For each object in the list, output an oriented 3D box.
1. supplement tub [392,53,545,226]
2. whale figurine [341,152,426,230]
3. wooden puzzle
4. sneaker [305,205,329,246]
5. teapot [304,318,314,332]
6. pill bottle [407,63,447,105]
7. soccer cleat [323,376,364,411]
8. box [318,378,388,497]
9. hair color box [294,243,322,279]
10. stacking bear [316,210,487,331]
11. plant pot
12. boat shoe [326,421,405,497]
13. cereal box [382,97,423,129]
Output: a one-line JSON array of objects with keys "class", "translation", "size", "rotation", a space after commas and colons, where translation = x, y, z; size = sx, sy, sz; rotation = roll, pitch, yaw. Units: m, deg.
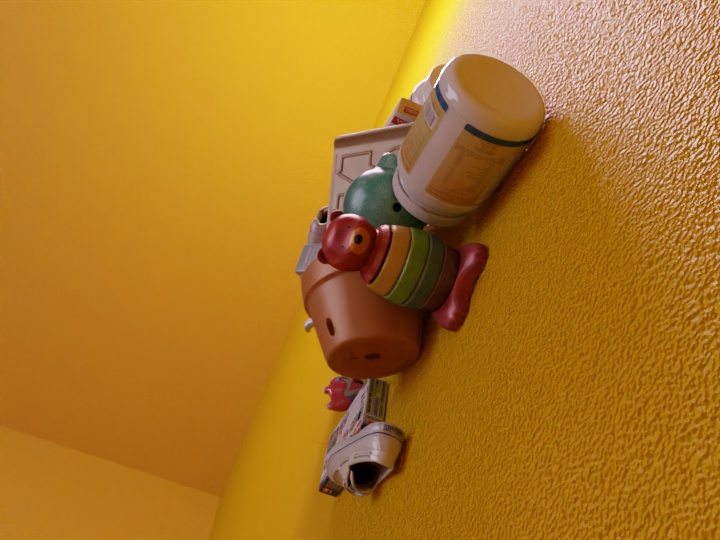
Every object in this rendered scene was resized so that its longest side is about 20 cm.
[{"class": "supplement tub", "translation": [0.136, -0.168, 0.876], "size": [0.200, 0.144, 0.145], "rotation": [121, 167, -48]}, {"class": "whale figurine", "translation": [0.073, -0.105, 0.989], "size": [0.104, 0.200, 0.159], "rotation": [-176, 65, -76]}, {"class": "wooden puzzle", "translation": [0.031, -0.139, 1.118], "size": [0.046, 0.185, 0.200], "rotation": [16, -106, -56]}, {"class": "sneaker", "translation": [-0.046, -0.091, 1.330], "size": [0.200, 0.081, 0.088], "rotation": [-53, -23, -58]}, {"class": "teapot", "translation": [-0.057, 0.024, 1.462], "size": [0.197, 0.146, 0.200], "rotation": [89, -166, -64]}, {"class": "pill bottle", "translation": [0.140, -0.302, 1.278], "size": [0.200, 0.116, 0.117], "rotation": [130, 159, -63]}, {"class": "soccer cleat", "translation": [-0.021, 0.227, 1.213], "size": [0.200, 0.076, 0.067], "rotation": [63, -163, -81]}, {"class": "box", "translation": [-0.013, 0.279, 1.090], "size": [0.110, 0.035, 0.200], "rotation": [-79, 13, -49]}, {"class": "hair color box", "translation": [0.000, 0.000, 1.112], "size": [0.200, 0.099, 0.061], "rotation": [-3, 55, 33]}, {"class": "stacking bear", "translation": [0.044, -0.013, 0.867], "size": [0.114, 0.200, 0.122], "rotation": [-177, 108, -78]}, {"class": "plant pot", "translation": [0.013, 0.072, 0.984], "size": [0.200, 0.200, 0.140], "rotation": [121, 150, -49]}, {"class": "boat shoe", "translation": [-0.001, 0.280, 0.919], "size": [0.200, 0.071, 0.070], "rotation": [-48, 18, 49]}, {"class": "cereal box", "translation": [0.106, -0.233, 1.229], "size": [0.200, 0.144, 0.040], "rotation": [131, 159, -68]}]
